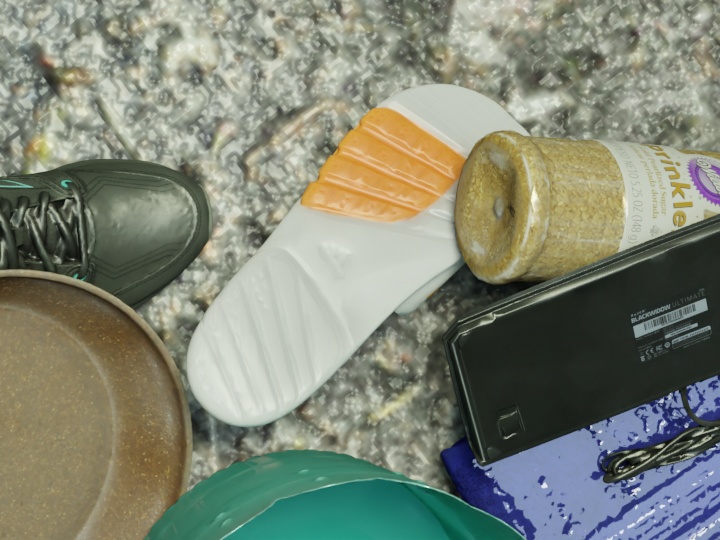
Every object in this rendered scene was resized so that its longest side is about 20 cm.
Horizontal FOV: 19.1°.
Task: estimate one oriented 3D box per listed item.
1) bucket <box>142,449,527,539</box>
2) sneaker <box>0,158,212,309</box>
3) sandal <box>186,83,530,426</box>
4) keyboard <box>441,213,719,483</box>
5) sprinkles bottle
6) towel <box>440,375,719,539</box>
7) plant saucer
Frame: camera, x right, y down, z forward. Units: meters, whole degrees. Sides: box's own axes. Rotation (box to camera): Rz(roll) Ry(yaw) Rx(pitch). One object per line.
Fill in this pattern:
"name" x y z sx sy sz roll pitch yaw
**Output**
"bucket" -0.012 0.176 0.921 0.206 0.135 0.209 -1 95 -16
"sneaker" -0.159 -0.005 0.939 0.199 0.079 0.076 -12 90 -12
"sandal" -0.006 -0.006 0.974 0.079 0.059 0.207 45 68 5
"keyboard" 0.139 0.038 0.953 0.199 0.021 0.128 -20 121 -7
"sprinkles bottle" 0.142 -0.023 0.970 0.199 0.068 0.069 2 88 -29
"towel" 0.144 0.128 1.009 0.147 0.050 0.201 -32 93 -6
"plant saucer" -0.169 0.089 0.923 0.199 0.037 0.202 -14 117 -29
